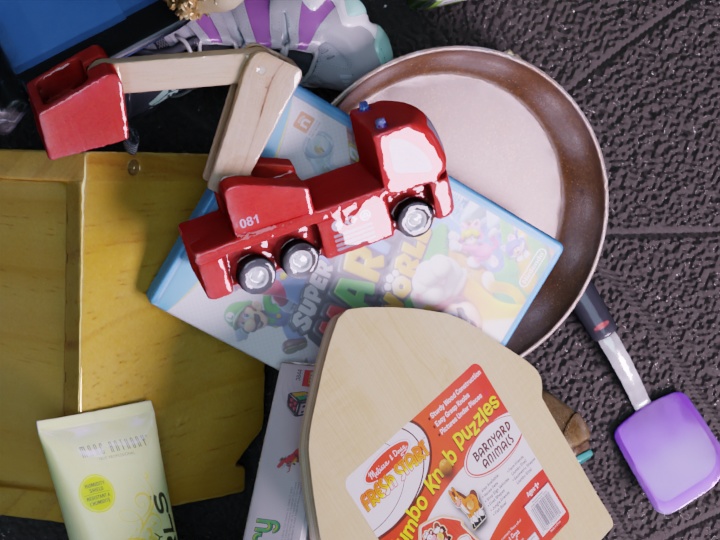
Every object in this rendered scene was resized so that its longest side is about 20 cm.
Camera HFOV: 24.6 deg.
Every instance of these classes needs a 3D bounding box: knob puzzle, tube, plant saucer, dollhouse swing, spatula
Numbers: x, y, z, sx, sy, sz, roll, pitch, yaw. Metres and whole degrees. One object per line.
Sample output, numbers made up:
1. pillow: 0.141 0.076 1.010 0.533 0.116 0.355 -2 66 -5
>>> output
1. knob puzzle: 0.035 0.110 0.908 0.219 0.030 0.221 13 68 -34
2. tube: -0.118 0.171 0.871 0.052 0.058 0.201 -14 82 3
3. plant saucer: 0.047 -0.033 0.962 0.199 0.034 0.201 -5 108 -15
4. dollhouse swing: -0.180 0.030 0.970 0.181 0.175 0.201 -3 96 -48
5. spatula: 0.158 0.053 1.016 0.056 0.021 0.201 -31 96 -2

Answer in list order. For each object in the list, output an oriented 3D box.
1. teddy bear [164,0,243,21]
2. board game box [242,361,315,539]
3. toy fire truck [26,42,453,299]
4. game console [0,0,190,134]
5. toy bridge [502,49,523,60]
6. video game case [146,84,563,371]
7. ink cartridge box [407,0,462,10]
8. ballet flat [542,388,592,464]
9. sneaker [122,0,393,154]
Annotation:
1. teddy bear: -0.125 -0.195 0.842 0.200 0.145 0.067 36 133 18
2. board game box: -0.041 0.167 0.896 0.034 0.201 0.127 5 138 6
3. toy fire truck: -0.057 -0.063 0.850 0.199 0.049 0.142 -20 118 -10
4. game console: -0.209 -0.181 0.863 0.170 0.200 0.118 19 120 -48
5. toy bridge: 0.023 -0.058 0.990 0.067 0.027 0.200 44 89 -7
6. video game case: 0.000 0.000 0.930 0.199 0.018 0.144 29 96 -21
7. ink cartridge box: 0.114 -0.246 0.962 0.199 0.076 0.149 -13 95 -6
8. ballet flat: 0.044 0.134 0.993 0.200 0.068 0.072 -34 77 -3
9. sneaker: -0.090 -0.115 0.921 0.199 0.078 0.140 22 55 1
